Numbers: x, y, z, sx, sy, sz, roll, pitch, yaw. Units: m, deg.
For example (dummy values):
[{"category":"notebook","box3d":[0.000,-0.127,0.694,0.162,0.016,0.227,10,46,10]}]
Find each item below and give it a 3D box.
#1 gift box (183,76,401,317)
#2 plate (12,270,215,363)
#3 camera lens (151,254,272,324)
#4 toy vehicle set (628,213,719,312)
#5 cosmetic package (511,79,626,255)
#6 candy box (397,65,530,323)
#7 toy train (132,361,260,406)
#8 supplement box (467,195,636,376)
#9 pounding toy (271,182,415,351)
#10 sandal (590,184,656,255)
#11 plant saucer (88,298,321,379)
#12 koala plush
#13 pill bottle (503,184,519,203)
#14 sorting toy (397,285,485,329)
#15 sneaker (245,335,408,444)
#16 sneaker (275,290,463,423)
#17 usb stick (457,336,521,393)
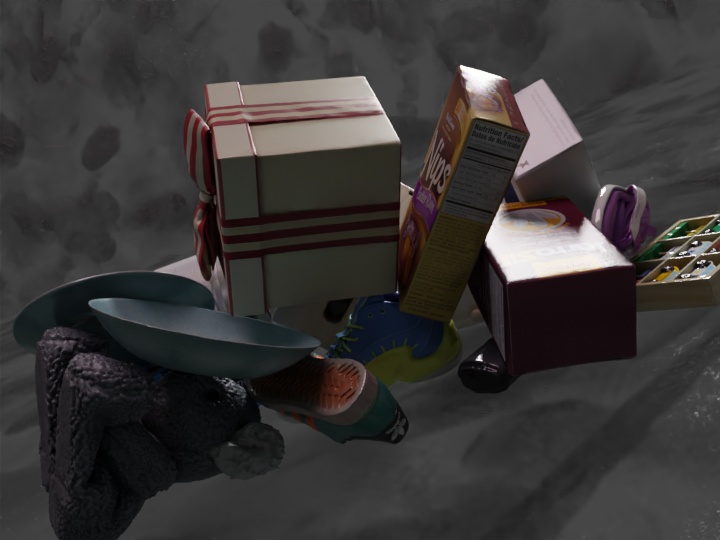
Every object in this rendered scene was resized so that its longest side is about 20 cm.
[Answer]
[{"category":"gift box","box3d":[-0.072,-0.076,0.856,0.184,0.187,0.201,-7,29,-11]},{"category":"plate","box3d":[-0.241,0.059,0.885,0.197,0.026,0.201,-12,-25,-6]},{"category":"camera lens","box3d":[-0.230,0.067,1.208,0.198,0.162,0.160,-19,10,7]},{"category":"toy vehicle set","box3d":[0.333,-0.013,0.881,0.199,0.027,0.123,-30,13,-40]},{"category":"cosmetic package","box3d":[0.210,-0.091,0.960,0.080,0.200,0.114,-27,49,9]},{"category":"candy box","box3d":[0.086,-0.069,0.812,0.056,0.202,0.117,14,31,-10]},{"category":"toy train","box3d":[-0.190,0.127,0.972,0.199,0.088,0.113,-20,22,-39]},{"category":"supplement box","box3d":[0.164,0.006,0.806,0.109,0.087,0.200,-8,22,-2]},{"category":"pounding toy","box3d":[0.000,0.000,1.083,0.201,0.141,0.185,-61,2,42]},{"category":"sandal","box3d":[0.277,-0.050,0.905,0.049,0.084,0.202,0,13,29]},{"category":"plant saucer","box3d":[-0.134,0.061,0.759,0.198,0.039,0.201,10,1,0]},{"category":"koala plush","box3d":[-0.180,0.148,0.809,0.198,0.187,0.177,-2,9,-31]},{"category":"pill bottle","box3d":[0.247,-0.118,1.350,0.198,0.112,0.111,-20,10,7]},{"category":"sorting toy","box3d":[0.126,-0.009,1.031,0.198,0.108,0.180,-18,13,15]},{"category":"sneaker","box3d":[-0.034,0.116,0.801,0.072,0.080,0.199,-54,30,-16]},{"category":"sneaker","box3d":[-0.002,0.074,0.880,0.198,0.106,0.076,-21,10,-2]},{"category":"usb stick","box3d":[0.161,0.060,0.835,0.055,0.033,0.199,-3,19,42]}]
